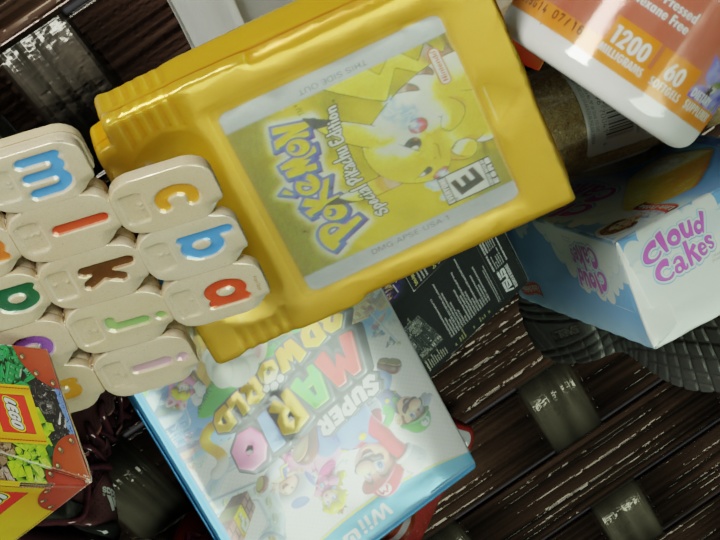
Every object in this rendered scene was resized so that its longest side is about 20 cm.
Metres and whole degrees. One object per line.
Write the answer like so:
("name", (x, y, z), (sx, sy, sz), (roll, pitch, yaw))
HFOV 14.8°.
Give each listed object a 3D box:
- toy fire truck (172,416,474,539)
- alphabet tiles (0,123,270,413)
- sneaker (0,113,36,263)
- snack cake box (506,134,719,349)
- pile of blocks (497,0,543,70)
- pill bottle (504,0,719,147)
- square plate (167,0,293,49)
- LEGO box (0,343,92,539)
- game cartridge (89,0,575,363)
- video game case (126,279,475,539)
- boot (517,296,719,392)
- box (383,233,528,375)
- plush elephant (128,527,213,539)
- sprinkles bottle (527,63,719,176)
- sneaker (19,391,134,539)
("toy fire truck", (-0.017, 0.151, 1.751), (0.200, 0.112, 0.168), (22, 93, -55))
("alphabet tiles", (-0.149, 0.005, 1.304), (0.195, 0.015, 0.200), (-17, 143, 6))
("sneaker", (-0.190, -0.014, 1.332), (0.114, 0.076, 0.199), (-40, 157, -2))
("snack cake box", (0.163, -0.023, 1.566), (0.115, 0.067, 0.200), (-25, -166, -14))
("pile of blocks", (0.029, -0.093, 1.392), (0.200, 0.062, 0.082), (-21, 149, -21))
("pill bottle", (0.166, -0.168, 1.329), (0.200, 0.112, 0.112), (-56, 148, 6))
("square plate", (0.004, -0.156, 1.363), (0.200, 0.028, 0.198), (-32, 152, -4))
("LEGO box", (-0.252, 0.113, 1.313), (0.200, 0.077, 0.149), (-37, 152, 31))
("game cartridge", (-0.012, -0.055, 1.333), (0.200, 0.032, 0.176), (-26, 134, 1))
("video game case", (-0.037, 0.067, 1.447), (0.143, 0.018, 0.200), (-36, 120, -14))
("boot", (0.199, 0.004, 1.653), (0.132, 0.200, 0.070), (-35, 120, -31))
("box", (0.000, 0.000, 1.525), (0.160, 0.044, 0.200), (-44, 146, -8))
("plush elephant", (-0.072, 0.161, 1.570), (0.165, 0.200, 0.155), (-23, -142, 59))
("sprinkles bottle", (0.152, -0.099, 1.560), (0.200, 0.068, 0.068), (-19, 148, -24))
("sneaker", (-0.135, 0.088, 1.502), (0.200, 0.116, 0.076), (-29, 151, -7))
